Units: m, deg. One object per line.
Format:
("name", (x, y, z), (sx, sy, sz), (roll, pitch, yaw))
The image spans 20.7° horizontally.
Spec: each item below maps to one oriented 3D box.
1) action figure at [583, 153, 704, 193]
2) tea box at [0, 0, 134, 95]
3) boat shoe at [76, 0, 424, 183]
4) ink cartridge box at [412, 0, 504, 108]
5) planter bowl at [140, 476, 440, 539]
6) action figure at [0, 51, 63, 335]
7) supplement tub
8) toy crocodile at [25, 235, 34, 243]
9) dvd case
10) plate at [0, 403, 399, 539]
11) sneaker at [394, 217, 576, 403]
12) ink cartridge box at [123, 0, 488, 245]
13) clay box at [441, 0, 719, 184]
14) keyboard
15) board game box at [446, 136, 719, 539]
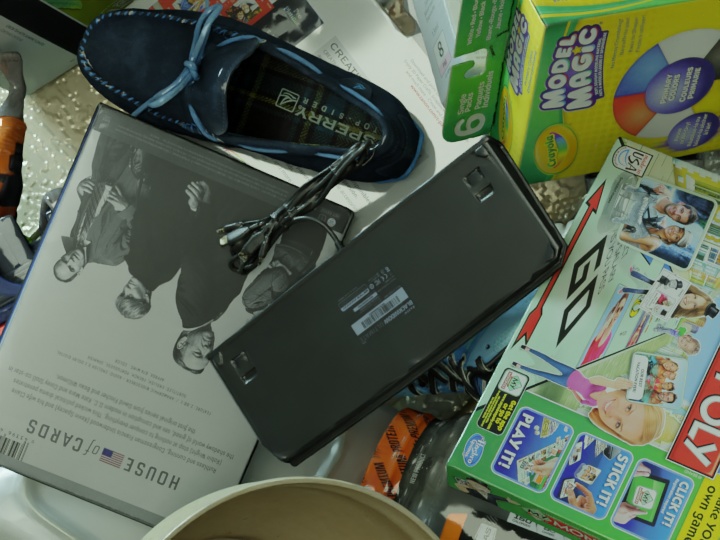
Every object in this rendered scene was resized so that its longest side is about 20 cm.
("action figure", (0.166, 0.016, 1.088), (0.130, 0.069, 0.200), (-3, 89, 6))
("tea box", (-0.181, -0.217, 1.115), (0.197, 0.200, 0.134), (-32, 79, 10))
("boat shoe", (-0.062, -0.105, 1.059), (0.200, 0.069, 0.084), (13, 89, 12))
("ink cartridge box", (0.103, -0.187, 1.095), (0.162, 0.057, 0.200), (-5, 61, -20))
("planter bowl", (-0.052, 0.200, 1.000), (0.200, 0.135, 0.201), (0, 89, -21))
("action figure", (-0.187, -0.023, 1.119), (0.200, 0.105, 0.194), (-21, 75, -3))
("supplement tub", (0.100, 0.152, 1.062), (0.200, 0.123, 0.123), (19, 91, 14))
("toy crocodile", (-0.207, 0.076, 1.175), (0.067, 0.062, 0.200), (-23, 79, 52))
("dvd case", (-0.110, 0.031, 1.060), (0.150, 0.025, 0.200), (23, 92, -7))
("plate", (-0.098, 0.111, 1.114), (0.200, 0.032, 0.200), (32, 68, 9))
("sneaker", (0.058, 0.038, 1.037), (0.200, 0.078, 0.090), (-18, 45, 24))
("ink cartridge box", (-0.027, -0.101, 1.130), (0.175, 0.084, 0.200), (-38, 79, 7))
("clay box", (0.145, -0.107, 1.009), (0.200, 0.115, 0.048), (-12, 51, -15))
("keyboard", (0.000, 0.000, 1.011), (0.200, 0.021, 0.127), (-37, 78, 21))
("board game box", (0.146, 0.043, 0.962), (0.134, 0.029, 0.200), (23, 68, 16))
